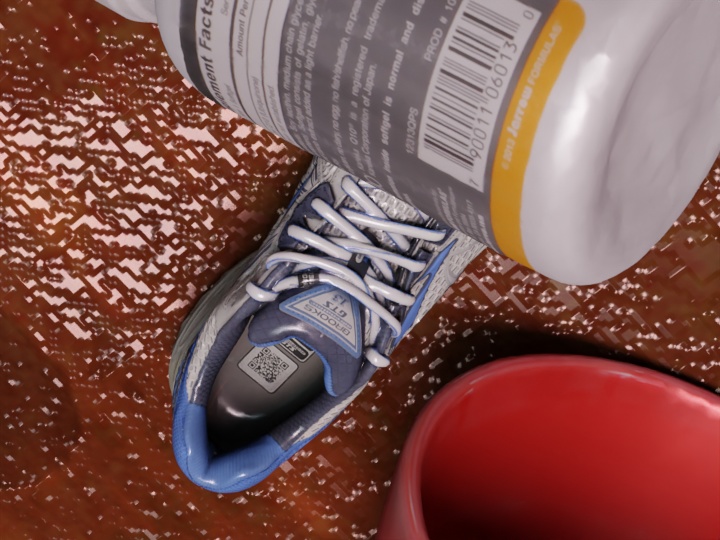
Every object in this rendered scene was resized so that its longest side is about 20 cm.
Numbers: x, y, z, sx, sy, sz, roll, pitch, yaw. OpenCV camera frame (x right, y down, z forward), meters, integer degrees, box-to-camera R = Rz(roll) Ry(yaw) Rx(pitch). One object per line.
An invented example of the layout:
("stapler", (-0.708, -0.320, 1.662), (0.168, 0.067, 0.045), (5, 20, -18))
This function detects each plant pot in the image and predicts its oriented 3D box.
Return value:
("plant pot", (0.073, 0.158, 0.883), (0.200, 0.201, 0.178), (25, 126, -2))

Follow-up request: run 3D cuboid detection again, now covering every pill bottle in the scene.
("pill bottle", (0.011, -0.087, 0.779), (0.200, 0.116, 0.117), (29, 119, 25))

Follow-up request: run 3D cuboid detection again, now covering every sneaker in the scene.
("sneaker", (0.000, 0.000, 0.868), (0.077, 0.085, 0.200), (31, 115, -6))
